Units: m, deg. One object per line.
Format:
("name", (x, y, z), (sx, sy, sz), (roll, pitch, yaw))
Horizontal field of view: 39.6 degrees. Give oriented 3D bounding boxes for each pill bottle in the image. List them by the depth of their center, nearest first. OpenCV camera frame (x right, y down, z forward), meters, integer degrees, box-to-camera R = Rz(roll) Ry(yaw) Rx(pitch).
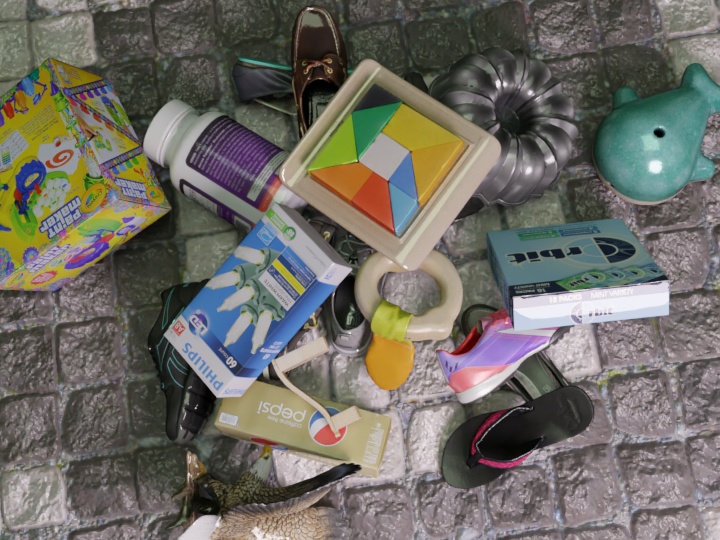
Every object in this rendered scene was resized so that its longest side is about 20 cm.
("pill bottle", (-0.164, -0.126, 1.232), (0.199, 0.111, 0.112), (32, 80, 8))

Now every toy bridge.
("toy bridge", (-0.067, 0.098, 1.145), (0.067, 0.027, 0.201), (-25, 80, 1))

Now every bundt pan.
("bundt pan", (0.179, -0.185, 1.218), (0.200, 0.076, 0.204), (6, 72, -18))

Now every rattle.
("rattle", (0.055, 0.017, 1.192), (0.129, 0.143, 0.201), (-11, 52, 6))

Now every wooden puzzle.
("wooden puzzle", (0.032, -0.126, 1.143), (0.199, 0.037, 0.186), (35, 82, 13))

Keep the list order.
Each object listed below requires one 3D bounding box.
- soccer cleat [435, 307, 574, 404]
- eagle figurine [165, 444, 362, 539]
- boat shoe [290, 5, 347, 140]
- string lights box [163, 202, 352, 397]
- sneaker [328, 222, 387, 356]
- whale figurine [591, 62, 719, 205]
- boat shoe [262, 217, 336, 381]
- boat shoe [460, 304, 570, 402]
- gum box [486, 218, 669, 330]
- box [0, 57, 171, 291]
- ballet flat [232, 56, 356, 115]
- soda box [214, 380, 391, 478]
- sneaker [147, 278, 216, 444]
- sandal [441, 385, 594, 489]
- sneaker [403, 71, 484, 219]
("soccer cleat", (0.176, 0.068, 1.144), (0.199, 0.068, 0.073), (-36, 95, -14))
("eagle figurine", (-0.107, 0.264, 1.119), (0.198, 0.152, 0.152), (16, 85, 5))
("boat shoe", (-0.047, -0.225, 1.211), (0.070, 0.070, 0.202), (-7, 90, 0))
("string lights box", (-0.115, 0.035, 1.118), (0.103, 0.059, 0.200), (44, 100, 19))
("sneaker", (0.000, 0.000, 1.212), (0.074, 0.082, 0.202), (1, 77, 2))
("whale figurine", (0.378, -0.176, 1.227), (0.200, 0.104, 0.159), (-42, 79, -7))
("boat shoe", (-0.075, 0.037, 1.204), (0.060, 0.072, 0.203), (10, 88, 5))
("boat shoe", (0.198, 0.113, 1.192), (0.067, 0.057, 0.200), (-40, 79, -7))
("gum box", (0.243, 0.000, 1.151), (0.168, 0.200, 0.045), (-6, 112, 0))
("box", (-0.370, -0.108, 1.199), (0.199, 0.122, 0.194), (-31, 77, 17))
("ballet flat", (-0.065, -0.232, 1.281), (0.198, 0.073, 0.074), (4, 77, -3))
("soda box", (-0.066, 0.184, 1.178), (0.198, 0.068, 0.064), (15, 70, 6))
("sneaker", (-0.215, 0.110, 1.211), (0.079, 0.075, 0.202), (1, 70, 16))
("sandal", (0.173, 0.191, 1.151), (0.199, 0.045, 0.076), (-31, 79, 21))
("sneaker", (0.100, -0.155, 1.258), (0.090, 0.076, 0.202), (-14, 84, -11))
